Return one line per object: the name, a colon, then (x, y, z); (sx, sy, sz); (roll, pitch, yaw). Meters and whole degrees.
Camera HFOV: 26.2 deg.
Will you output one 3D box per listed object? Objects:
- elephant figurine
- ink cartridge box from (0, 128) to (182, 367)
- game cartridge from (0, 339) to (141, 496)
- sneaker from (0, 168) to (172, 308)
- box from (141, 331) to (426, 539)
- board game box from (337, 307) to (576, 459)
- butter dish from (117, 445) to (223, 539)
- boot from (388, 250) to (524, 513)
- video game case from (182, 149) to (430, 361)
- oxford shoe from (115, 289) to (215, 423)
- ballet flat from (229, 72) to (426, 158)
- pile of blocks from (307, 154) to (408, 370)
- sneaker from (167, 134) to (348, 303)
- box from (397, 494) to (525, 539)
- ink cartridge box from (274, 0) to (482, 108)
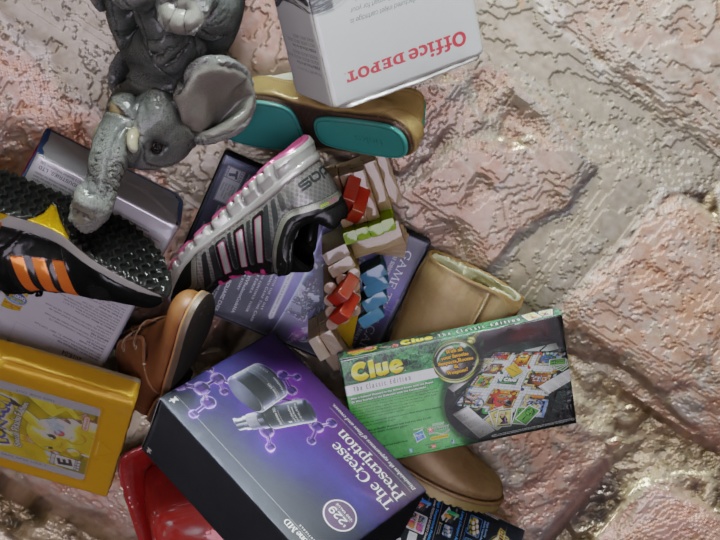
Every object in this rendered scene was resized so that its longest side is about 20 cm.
elephant figurine: (-0.157, -0.147, 1.234); (0.153, 0.142, 0.202); (-2, 110, -5)
ink cartridge box: (-0.257, 0.002, 1.330); (0.135, 0.076, 0.201); (27, 106, -12)
game cartridge: (-0.303, 0.124, 1.355); (0.198, 0.033, 0.177); (15, 142, -8)
sneaker: (-0.253, -0.010, 1.258); (0.199, 0.070, 0.090); (26, 123, -11)
box: (-0.066, 0.168, 1.308); (0.200, 0.141, 0.079); (44, 139, 18)
board game box: (0.085, 0.103, 1.351); (0.198, 0.023, 0.106); (-11, 110, -3)
butter dish: (-0.110, 0.251, 1.396); (0.198, 0.148, 0.201); (-14, 111, 3)
boot: (0.093, 0.106, 1.393); (0.174, 0.066, 0.201); (23, 105, -17)
video game case: (-0.056, -0.004, 1.368); (0.198, 0.019, 0.144); (23, 109, -12)
oxford shoe: (-0.176, 0.069, 1.324); (0.071, 0.072, 0.200); (34, 143, 1)
ballet flat: (-0.038, -0.134, 1.291); (0.198, 0.063, 0.069); (10, 144, 17)
pile of blocks: (0.000, 0.000, 1.329); (0.081, 0.062, 0.202); (5, 112, -4)
sneaker: (-0.085, -0.019, 1.291); (0.088, 0.074, 0.200); (47, 115, 1)
box: (0.051, 0.300, 1.408); (0.158, 0.202, 0.046); (25, 152, -13)
ink cartridge box: (0.002, -0.247, 1.214); (0.144, 0.083, 0.202); (-22, 113, -22)
